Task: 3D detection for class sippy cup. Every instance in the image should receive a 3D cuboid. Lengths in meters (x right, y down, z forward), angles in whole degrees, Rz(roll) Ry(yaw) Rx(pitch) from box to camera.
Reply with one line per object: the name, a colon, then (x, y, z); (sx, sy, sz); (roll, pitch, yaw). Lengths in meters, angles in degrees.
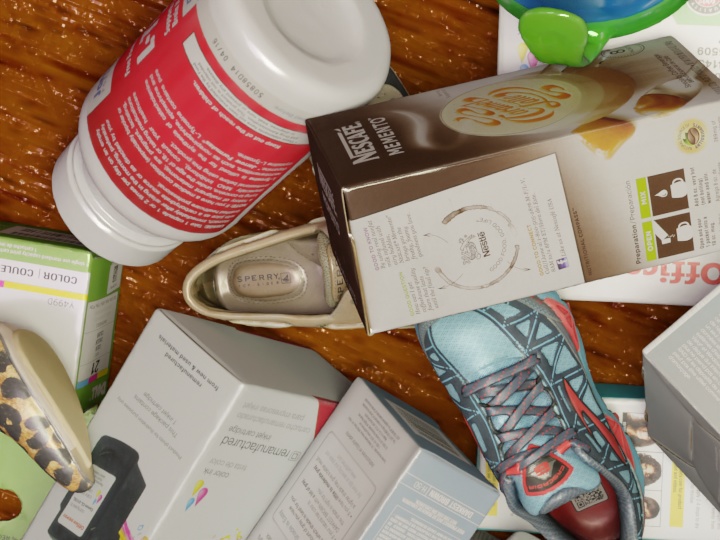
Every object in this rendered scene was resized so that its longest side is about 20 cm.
sippy cup: (0.114, -0.204, 1.127); (0.139, 0.130, 0.178); (-25, 68, 0)

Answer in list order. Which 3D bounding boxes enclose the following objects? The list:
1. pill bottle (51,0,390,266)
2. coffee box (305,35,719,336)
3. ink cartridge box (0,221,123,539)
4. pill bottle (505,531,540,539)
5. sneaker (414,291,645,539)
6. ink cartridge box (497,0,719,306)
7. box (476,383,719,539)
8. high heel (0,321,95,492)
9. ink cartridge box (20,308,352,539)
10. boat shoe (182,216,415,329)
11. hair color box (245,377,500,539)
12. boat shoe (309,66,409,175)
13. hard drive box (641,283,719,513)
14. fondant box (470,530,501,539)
pill bottle: (-0.083, -0.087, 1.228); (0.112, 0.112, 0.200); (50, 130, 0)
coffee box: (0.083, -0.045, 1.121); (0.199, 0.114, 0.080); (-14, 113, -6)
ink cartridge box: (-0.229, 0.072, 1.316); (0.147, 0.076, 0.201); (9, 97, 7)
pill bottle: (0.047, 0.243, 1.221); (0.110, 0.110, 0.200); (44, 101, 1)
sneaker: (0.099, 0.083, 1.181); (0.079, 0.096, 0.200); (-31, 114, 13)
ink cartridge box: (0.148, -0.083, 1.237); (0.144, 0.084, 0.201); (3, 98, 8)
box: (0.167, 0.109, 1.276); (0.199, 0.049, 0.083); (3, 98, 8)
high heel: (-0.239, 0.076, 1.232); (0.142, 0.071, 0.200); (-40, 68, 5)
ink cartridge box: (-0.095, 0.136, 1.261); (0.083, 0.146, 0.200); (38, 103, 35)
boat shoe: (0.000, 0.000, 1.216); (0.199, 0.065, 0.072); (-6, 94, 22)
hair color box: (-0.019, 0.169, 1.203); (0.061, 0.099, 0.200); (32, 97, -27)
boat shoe: (0.006, -0.063, 1.273); (0.071, 0.063, 0.200); (-34, 90, 13)
hard drive box: (0.246, 0.029, 1.169); (0.200, 0.156, 0.077); (-39, 70, -7)
fondant box: (0.056, 0.230, 1.303); (0.200, 0.058, 0.145); (30, 100, 5)
